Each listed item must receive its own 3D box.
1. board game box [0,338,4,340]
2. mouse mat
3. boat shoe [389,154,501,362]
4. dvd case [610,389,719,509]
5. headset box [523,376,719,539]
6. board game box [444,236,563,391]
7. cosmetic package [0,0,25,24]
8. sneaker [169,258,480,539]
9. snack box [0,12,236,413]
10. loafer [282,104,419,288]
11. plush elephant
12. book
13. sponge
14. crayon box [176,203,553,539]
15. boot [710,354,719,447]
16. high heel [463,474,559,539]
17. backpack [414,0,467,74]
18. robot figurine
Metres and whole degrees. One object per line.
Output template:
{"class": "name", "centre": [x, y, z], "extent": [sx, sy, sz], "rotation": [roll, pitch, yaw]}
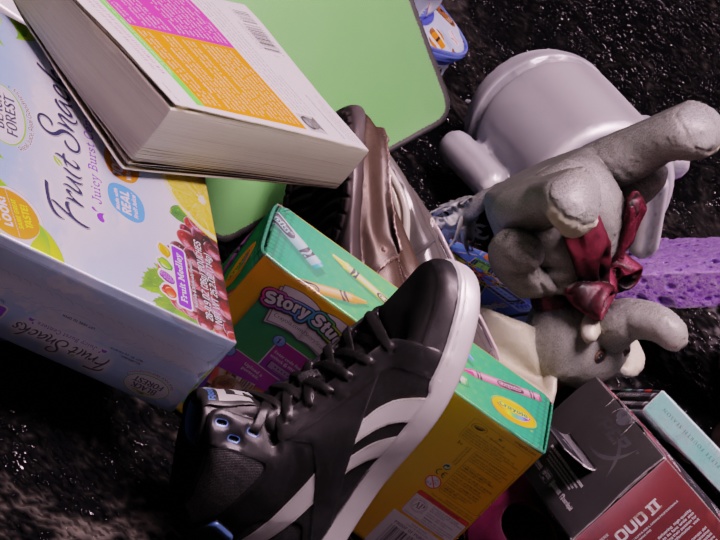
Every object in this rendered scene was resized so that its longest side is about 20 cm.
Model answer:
{"class": "board game box", "centre": [-0.217, -0.022, 1.548], "extent": [0.200, 0.034, 0.136], "rotation": [3, 48, -50]}
{"class": "mouse mat", "centre": [-0.042, -0.127, 1.760], "extent": [0.200, 0.008, 0.162], "rotation": [-29, 107, -27]}
{"class": "boat shoe", "centre": [0.029, 0.005, 1.754], "extent": [0.057, 0.067, 0.201], "rotation": [7, 55, -64]}
{"class": "dvd case", "centre": [0.213, 0.131, 1.769], "extent": [0.146, 0.022, 0.200], "rotation": [46, -4, -2]}
{"class": "headset box", "centre": [0.177, 0.160, 1.656], "extent": [0.200, 0.075, 0.149], "rotation": [48, 3, -20]}
{"class": "board game box", "centre": [0.044, 0.012, 1.838], "extent": [0.199, 0.019, 0.103], "rotation": [20, 38, -35]}
{"class": "cosmetic package", "centre": [-0.242, -0.198, 1.715], "extent": [0.101, 0.074, 0.200], "rotation": [34, 28, -15]}
{"class": "sneaker", "centre": [-0.027, 0.067, 1.497], "extent": [0.112, 0.201, 0.073], "rotation": [27, 9, -27]}
{"class": "snack box", "centre": [-0.161, -0.038, 1.530], "extent": [0.168, 0.068, 0.200], "rotation": [27, 30, -30]}
{"class": "loafer", "centre": [0.000, 0.000, 1.705], "extent": [0.071, 0.073, 0.201], "rotation": [13, 68, -35]}
{"class": "plush elephant", "centre": [0.142, 0.007, 1.806], "extent": [0.165, 0.200, 0.155], "rotation": [-30, 98, -46]}
{"class": "book", "centre": [-0.094, -0.112, 1.612], "extent": [0.134, 0.048, 0.200], "rotation": [52, 24, 25]}
{"class": "sponge", "centre": [0.244, 0.001, 1.944], "extent": [0.111, 0.199, 0.030], "rotation": [-26, 113, -60]}
{"class": "crayon box", "centre": [-0.006, 0.069, 1.599], "extent": [0.200, 0.119, 0.058], "rotation": [36, 30, -12]}
{"class": "boot", "centre": [0.318, 0.056, 1.982], "extent": [0.070, 0.146, 0.200], "rotation": [43, 29, -6]}
{"class": "high heel", "centre": [0.115, 0.166, 1.641], "extent": [0.067, 0.096, 0.200], "rotation": [25, 33, -27]}
{"class": "backpack", "centre": [-0.023, -0.183, 1.895], "extent": [0.190, 0.154, 0.200], "rotation": [26, 29, -47]}
{"class": "robot figurine", "centre": [0.141, -0.080, 1.961], "extent": [0.169, 0.113, 0.200], "rotation": [-3, 31, -22]}
